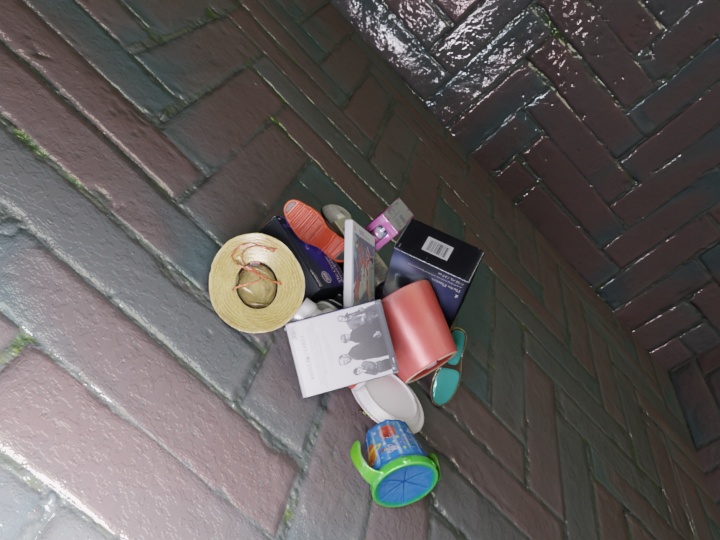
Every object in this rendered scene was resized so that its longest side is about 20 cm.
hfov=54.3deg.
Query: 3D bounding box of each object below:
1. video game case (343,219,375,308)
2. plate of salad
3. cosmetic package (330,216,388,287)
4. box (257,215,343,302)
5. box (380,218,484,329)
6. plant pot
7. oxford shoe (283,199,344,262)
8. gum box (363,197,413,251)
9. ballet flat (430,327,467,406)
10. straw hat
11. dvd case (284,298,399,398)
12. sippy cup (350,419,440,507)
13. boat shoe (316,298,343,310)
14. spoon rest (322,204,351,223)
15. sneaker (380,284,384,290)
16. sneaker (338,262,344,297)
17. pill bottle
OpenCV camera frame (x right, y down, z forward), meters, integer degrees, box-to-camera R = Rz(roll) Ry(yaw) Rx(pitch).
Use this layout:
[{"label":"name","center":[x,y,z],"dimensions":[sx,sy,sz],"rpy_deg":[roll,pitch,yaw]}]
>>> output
[{"label":"video game case","center":[0.000,0.000,1.632],"dimensions":[0.182,0.023,0.202],"rpy_deg":[30,59,-70]},{"label":"plate of salad","center":[0.053,0.283,1.539],"dimensions":[0.199,0.048,0.201],"rpy_deg":[30,28,-17]},{"label":"cosmetic package","center":[-0.013,-0.037,1.826],"dimensions":[0.201,0.071,0.105],"rpy_deg":[54,25,6]},{"label":"box","center":[-0.131,-0.025,1.619],"dimensions":[0.201,0.079,0.141],"rpy_deg":[57,29,13]},{"label":"box","center":[0.174,0.013,1.734],"dimensions":[0.199,0.199,0.124],"rpy_deg":[25,51,11]},{"label":"plant pot","center":[0.119,0.148,1.612],"dimensions":[0.200,0.200,0.178],"rpy_deg":[-4,59,-59]},{"label":"oxford shoe","center":[-0.104,-0.096,1.608],"dimensions":[0.200,0.071,0.073],"rpy_deg":[43,8,-29]},{"label":"gum box","center":[0.058,-0.110,1.822],"dimensions":[0.066,0.113,0.200],"rpy_deg":[49,24,-3]},{"label":"ballet flat","center":[0.222,0.240,1.768],"dimensions":[0.070,0.202,0.071],"rpy_deg":[15,0,0]},{"label":"straw hat","center":[-0.206,0.034,1.403],"dimensions":[0.202,0.200,0.085],"rpy_deg":[55,-17,8]},{"label":"dvd case","center":[-0.036,0.154,1.391],"dimensions":[0.025,0.198,0.152],"rpy_deg":[139,-63,-81]},{"label":"sippy cup","center":[0.069,0.371,1.384],"dimensions":[0.178,0.139,0.131],"rpy_deg":[59,5,-41]},{"label":"boat shoe","center":[-0.020,0.135,1.576],"dimensions":[0.200,0.076,0.060],"rpy_deg":[45,19,2]},{"label":"spoon rest","center":[-0.032,-0.109,1.923],"dimensions":[0.200,0.061,0.099],"rpy_deg":[45,22,18]},{"label":"sneaker","center":[0.130,0.049,1.926],"dimensions":[0.199,0.078,0.085],"rpy_deg":[15,9,-46]},{"label":"sneaker","center":[-0.071,-0.032,1.709],"dimensions":[0.201,0.087,0.076],"rpy_deg":[56,26,10]},{"label":"pill bottle","center":[-0.056,0.149,1.457],"dimensions":[0.199,0.112,0.112],"rpy_deg":[36,27,-3]}]
